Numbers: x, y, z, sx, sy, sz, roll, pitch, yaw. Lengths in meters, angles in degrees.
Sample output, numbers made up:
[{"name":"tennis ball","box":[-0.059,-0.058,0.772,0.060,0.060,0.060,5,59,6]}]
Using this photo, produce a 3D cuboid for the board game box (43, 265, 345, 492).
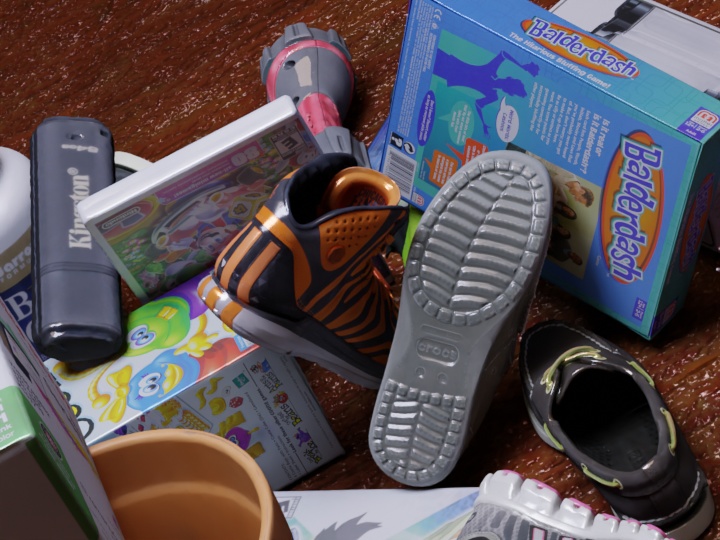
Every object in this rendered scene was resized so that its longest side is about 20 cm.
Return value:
[{"name":"board game box","box":[-0.129,0.098,1.769,0.200,0.105,0.103,-29,35,-2]}]

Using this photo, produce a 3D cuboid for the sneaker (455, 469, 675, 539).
[{"name":"sneaker","box":[0.117,0.175,1.540,0.200,0.074,0.088,21,65,44]}]

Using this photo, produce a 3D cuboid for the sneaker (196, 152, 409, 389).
[{"name":"sneaker","box":[0.000,0.000,1.699,0.078,0.200,0.112,42,103,29]}]

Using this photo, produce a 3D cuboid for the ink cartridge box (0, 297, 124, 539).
[{"name":"ink cartridge box","box":[-0.191,0.096,1.504,0.084,0.145,0.200,-29,36,-1]}]

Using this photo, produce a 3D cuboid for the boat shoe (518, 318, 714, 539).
[{"name":"boat shoe","box":[0.137,0.077,1.651,0.072,0.061,0.201,-31,36,-3]}]

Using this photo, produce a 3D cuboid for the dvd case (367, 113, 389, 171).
[{"name":"dvd case","box":[0.096,-0.090,1.920,0.200,0.018,0.143,1,45,36]}]

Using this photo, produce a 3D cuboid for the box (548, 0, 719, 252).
[{"name":"box","box":[0.180,-0.100,1.814,0.117,0.060,0.200,-40,44,-20]}]

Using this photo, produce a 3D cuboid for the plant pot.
[{"name":"plant pot","box":[-0.109,0.203,1.562,0.200,0.140,0.200,-19,38,15]}]

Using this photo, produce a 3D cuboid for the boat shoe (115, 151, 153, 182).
[{"name":"boat shoe","box":[-0.131,-0.027,1.951,0.066,0.075,0.199,-45,38,-17]}]

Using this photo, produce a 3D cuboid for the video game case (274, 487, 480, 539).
[{"name":"video game case","box":[-0.021,0.202,1.640,0.182,0.022,0.200,-4,43,31]}]

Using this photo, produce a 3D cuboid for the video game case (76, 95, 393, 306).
[{"name":"video game case","box":[-0.073,-0.016,1.794,0.143,0.200,0.018,-27,55,2]}]

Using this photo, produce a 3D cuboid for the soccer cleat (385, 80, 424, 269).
[{"name":"soccer cleat","box":[0.041,-0.053,1.852,0.200,0.067,0.081,-93,27,-44]}]

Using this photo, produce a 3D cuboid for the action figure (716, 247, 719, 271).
[{"name":"action figure","box":[0.255,-0.041,1.660,0.065,0.099,0.201,-10,60,32]}]

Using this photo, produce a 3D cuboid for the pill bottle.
[{"name":"pill bottle","box":[-0.238,-0.008,1.892,0.111,0.200,0.111,-19,37,15]}]

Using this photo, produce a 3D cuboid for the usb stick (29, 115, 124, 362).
[{"name":"usb stick","box":[-0.176,-0.022,1.806,0.055,0.033,0.200,-2,44,-5]}]

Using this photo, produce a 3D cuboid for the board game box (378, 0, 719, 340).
[{"name":"board game box","box":[0.110,-0.070,1.707,0.200,0.152,0.045,31,45,21]}]

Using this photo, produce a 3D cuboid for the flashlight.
[{"name":"flashlight","box":[-0.026,-0.099,1.950,0.068,0.068,0.200,-39,24,11]}]

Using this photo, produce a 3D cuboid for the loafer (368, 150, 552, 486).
[{"name":"loafer","box":[0.058,0.026,1.696,0.075,0.070,0.201,23,94,12]}]
